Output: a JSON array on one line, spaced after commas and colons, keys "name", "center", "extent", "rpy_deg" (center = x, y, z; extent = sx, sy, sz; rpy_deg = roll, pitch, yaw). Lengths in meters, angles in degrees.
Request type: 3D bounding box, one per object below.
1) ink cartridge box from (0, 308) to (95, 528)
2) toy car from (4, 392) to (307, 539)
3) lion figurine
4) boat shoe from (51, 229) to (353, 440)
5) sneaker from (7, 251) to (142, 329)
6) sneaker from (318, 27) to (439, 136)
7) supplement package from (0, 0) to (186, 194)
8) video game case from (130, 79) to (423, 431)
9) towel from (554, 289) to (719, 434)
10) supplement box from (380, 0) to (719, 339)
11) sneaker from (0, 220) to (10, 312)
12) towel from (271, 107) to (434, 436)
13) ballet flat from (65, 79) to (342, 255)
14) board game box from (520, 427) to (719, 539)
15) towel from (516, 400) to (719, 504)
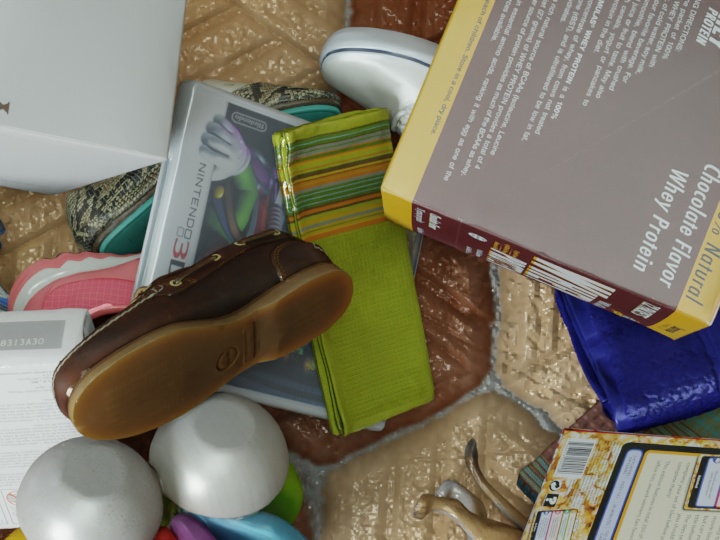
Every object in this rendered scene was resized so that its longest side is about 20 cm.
[{"name": "ink cartridge box", "center": [-0.230, 0.105, 0.995], "extent": [0.160, 0.200, 0.050], "rpy_deg": [-3, 50, 3]}, {"name": "toy car", "center": [-0.110, 0.182, 0.948], "extent": [0.199, 0.175, 0.150], "rpy_deg": [-17, 51, -27]}, {"name": "lion figurine", "center": [0.070, 0.210, 0.998], "extent": [0.122, 0.073, 0.200], "rpy_deg": [27, 67, 14]}, {"name": "boat shoe", "center": [-0.099, 0.033, 0.932], "extent": [0.200, 0.071, 0.070], "rpy_deg": [-24, 49, -37]}, {"name": "sneaker", "center": [-0.120, 0.018, 1.023], "extent": [0.199, 0.087, 0.074], "rpy_deg": [-20, 126, -12]}, {"name": "sneaker", "center": [0.059, -0.090, 1.050], "extent": [0.199, 0.073, 0.071], "rpy_deg": [27, 58, -3]}, {"name": "supplement package", "center": [-0.201, -0.123, 0.985], "extent": [0.119, 0.200, 0.122], "rpy_deg": [10, 82, -28]}, {"name": "video game case", "center": [-0.047, -0.005, 1.020], "extent": [0.199, 0.023, 0.183], "rpy_deg": [17, 81, -36]}, {"name": "towel", "center": [0.235, 0.026, 1.040], "extent": [0.199, 0.050, 0.148], "rpy_deg": [-16, 51, 0]}, {"name": "supplement box", "center": [0.140, -0.089, 0.953], "extent": [0.199, 0.133, 0.198], "rpy_deg": [22, 85, 4]}, {"name": "sneaker", "center": [-0.282, -0.017, 1.058], "extent": [0.085, 0.077, 0.200], "rpy_deg": [-40, 92, -15]}, {"name": "towel", "center": [0.000, 0.000, 1.026], "extent": [0.086, 0.018, 0.201], "rpy_deg": [-18, 103, -31]}, {"name": "ballet flat", "center": [-0.112, -0.083, 1.069], "extent": [0.200, 0.068, 0.075], "rpy_deg": [-33, 64, -3]}, {"name": "board game box", "center": [0.186, 0.169, 0.921], "extent": [0.199, 0.046, 0.152], "rpy_deg": [0, 51, 39]}, {"name": "towel", "center": [0.202, 0.136, 0.996], "extent": [0.147, 0.200, 0.022], "rpy_deg": [-42, 130, -6]}]
